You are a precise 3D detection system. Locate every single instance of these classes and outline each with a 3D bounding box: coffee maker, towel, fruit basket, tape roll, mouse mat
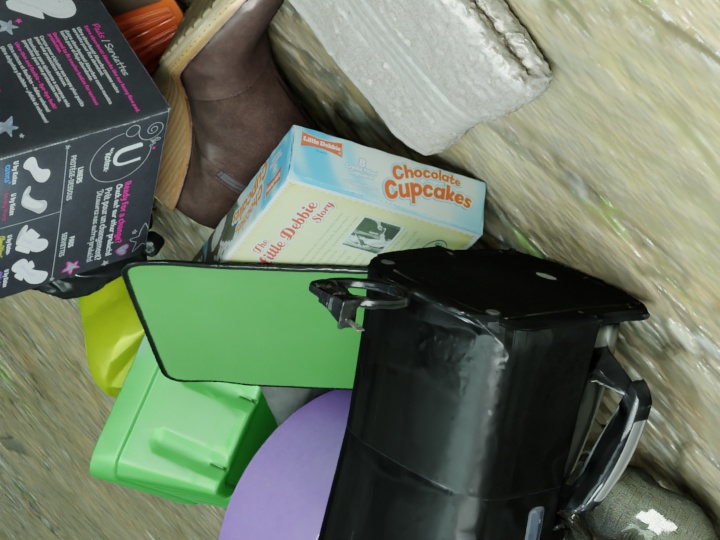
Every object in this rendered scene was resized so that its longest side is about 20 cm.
[{"bbox_3d":[0.038,0.097,0.916,0.135,0.191,0.201,-139,58,-62],"label":"coffee maker"},{"bbox_3d":[0.004,-0.150,0.881,0.200,0.034,0.132,51,157,-7],"label":"towel"},{"bbox_3d":[-0.146,0.089,1.332,0.215,0.156,0.216,23,173,3],"label":"fruit basket"},{"bbox_3d":[0.007,0.183,1.180,0.085,0.200,0.200,25,148,43],"label":"tape roll"},{"bbox_3d":[-0.034,0.036,1.058,0.199,0.008,0.161,3,151,6],"label":"mouse mat"}]

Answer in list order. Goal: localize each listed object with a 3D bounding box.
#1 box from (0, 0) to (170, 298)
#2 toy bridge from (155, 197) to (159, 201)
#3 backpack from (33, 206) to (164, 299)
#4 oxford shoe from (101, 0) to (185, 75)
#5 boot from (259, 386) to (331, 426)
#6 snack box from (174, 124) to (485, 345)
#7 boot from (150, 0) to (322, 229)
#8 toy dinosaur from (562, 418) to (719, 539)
[{"bbox_3d":[-0.207,-0.105,1.026,0.200,0.114,0.132,56,150,28],"label":"box"},{"bbox_3d":[-0.151,-0.090,1.183,0.067,0.027,0.200,42,172,22],"label":"toy bridge"},{"bbox_3d":[-0.252,-0.084,1.314,0.167,0.126,0.201,21,142,53],"label":"backpack"},{"bbox_3d":[-0.114,-0.121,1.117,0.200,0.071,0.073,64,179,-36],"label":"oxford shoe"},{"bbox_3d":[-0.047,0.095,1.197,0.072,0.182,0.200,7,146,10],"label":"boot"},{"bbox_3d":[-0.023,-0.008,1.024,0.116,0.037,0.200,15,150,-19],"label":"snack box"},{"bbox_3d":[-0.043,-0.086,1.037,0.166,0.073,0.200,31,137,-11],"label":"boot"},{"bbox_3d":[0.159,0.143,1.011,0.200,0.077,0.102,45,170,19],"label":"toy dinosaur"}]
